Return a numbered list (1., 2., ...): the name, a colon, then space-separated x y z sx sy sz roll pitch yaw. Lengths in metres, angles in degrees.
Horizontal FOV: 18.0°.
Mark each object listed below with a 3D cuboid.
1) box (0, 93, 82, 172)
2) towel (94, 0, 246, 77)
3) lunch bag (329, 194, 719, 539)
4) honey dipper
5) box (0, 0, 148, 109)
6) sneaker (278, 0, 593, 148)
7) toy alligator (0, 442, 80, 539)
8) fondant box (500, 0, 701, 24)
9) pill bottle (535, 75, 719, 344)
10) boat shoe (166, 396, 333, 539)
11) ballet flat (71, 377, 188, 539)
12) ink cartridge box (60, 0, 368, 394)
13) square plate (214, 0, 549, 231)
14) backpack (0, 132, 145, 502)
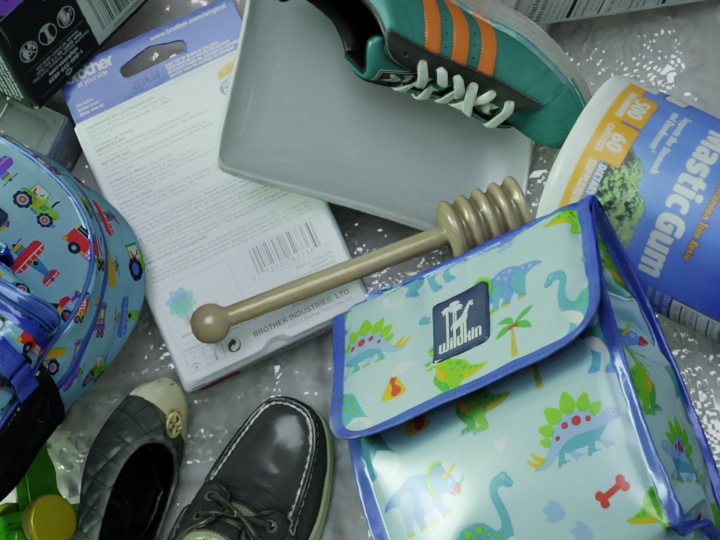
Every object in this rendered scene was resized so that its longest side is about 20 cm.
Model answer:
1. box: -0.279 -0.028 1.349 0.158 0.048 0.201 23 74 12
2. towel: -0.052 -0.154 1.379 0.199 0.032 0.192 20 73 12
3. lunch bag: 0.083 0.080 1.210 0.169 0.127 0.201 -25 66 20
4. honey dipper: 0.000 0.000 1.268 0.199 0.038 0.038 -22 69 -8
5. box: -0.231 -0.198 1.335 0.199 0.106 0.122 28 65 36
6. sneaker: 0.038 -0.122 1.273 0.200 0.071 0.080 38 66 -8
7. toy alligator: -0.181 0.191 1.260 0.054 0.059 0.201 20 67 -31
8. fondant box: 0.165 -0.231 1.341 0.199 0.058 0.145 -9 69 -16
9. pill bottle: 0.206 -0.018 1.259 0.199 0.112 0.112 27 75 15
10. boat shoe: -0.072 0.158 1.251 0.071 0.066 0.202 22 74 13
11. ballet flat: -0.127 0.146 1.246 0.057 0.067 0.201 -9 49 34
12. ink cartridge box: -0.085 -0.044 1.315 0.119 0.042 0.201 -25 84 2
13. square plate: 0.016 -0.124 1.314 0.197 0.028 0.201 16 73 -24
14. backpack: -0.220 0.012 1.236 0.182 0.135 0.200 37 75 13
